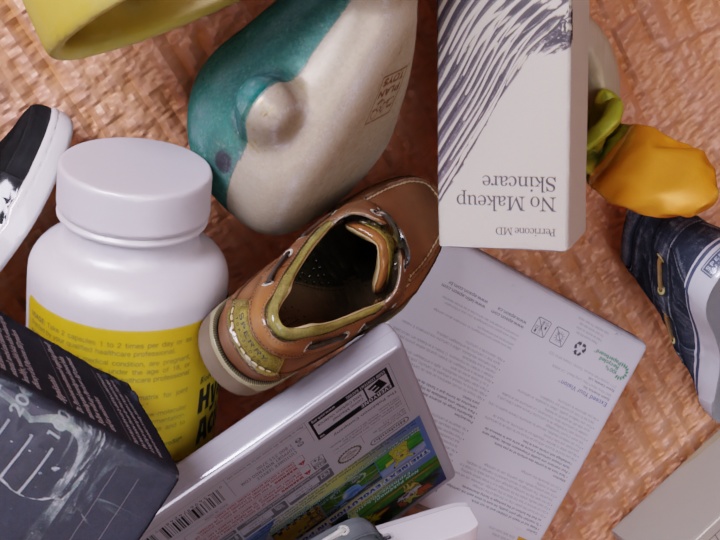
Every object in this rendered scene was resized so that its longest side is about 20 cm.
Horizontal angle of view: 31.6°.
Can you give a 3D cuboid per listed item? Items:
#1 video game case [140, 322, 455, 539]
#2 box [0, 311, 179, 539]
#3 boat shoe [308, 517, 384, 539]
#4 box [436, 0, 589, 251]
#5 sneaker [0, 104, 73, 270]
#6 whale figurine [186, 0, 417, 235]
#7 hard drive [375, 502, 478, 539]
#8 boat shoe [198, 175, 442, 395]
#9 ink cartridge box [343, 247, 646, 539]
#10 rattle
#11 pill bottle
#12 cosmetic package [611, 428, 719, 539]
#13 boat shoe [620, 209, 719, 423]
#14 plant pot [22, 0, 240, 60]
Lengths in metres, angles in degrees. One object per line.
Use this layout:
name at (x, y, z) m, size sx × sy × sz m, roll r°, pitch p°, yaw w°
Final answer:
video game case at (-0.043, 0.134, 0.738) m, size 0.199 × 0.022 × 0.183 m, roll -34°, pitch 146°, yaw -7°
box at (-0.221, 0.106, 0.557) m, size 0.196 × 0.124 × 0.201 m, roll 34°, pitch 90°, yaw -27°
boat shoe at (-0.068, 0.201, 0.713) m, size 0.197 × 0.062 × 0.073 m, roll -23°, pitch 144°, yaw -4°
box at (0.087, -0.116, 0.725) m, size 0.081 × 0.068 × 0.204 m, roll 1°, pitch 101°, yaw 18°
sneaker at (-0.248, -0.023, 0.683) m, size 0.111 × 0.073 × 0.201 m, roll 33°, pitch 89°, yaw -22°
whale figurine at (-0.028, -0.118, 0.700) m, size 0.159 × 0.103 × 0.201 m, roll -35°, pitch 159°, yaw -51°
hard drive at (0.005, 0.240, 0.831) m, size 0.130 × 0.027 × 0.202 m, roll -13°, pitch 133°, yaw -19°
boat shoe at (0.000, 0.000, 0.696) m, size 0.072 × 0.068 × 0.200 m, roll 51°, pitch 47°, yaw -5°
ink cartridge box at (0.070, 0.095, 0.856) m, size 0.195 × 0.043 × 0.202 m, roll 27°, pitch 95°, yaw -27°
rattle at (0.120, -0.131, 0.763) m, size 0.128 × 0.143 × 0.203 m, roll -18°, pitch 113°, yaw -10°
pill bottle at (-0.130, 0.036, 0.704) m, size 0.110 × 0.111 × 0.203 m, roll -2°, pitch 117°, yaw -20°
cosmetic package at (0.297, 0.174, 0.948) m, size 0.199 × 0.073 × 0.104 m, roll -39°, pitch 114°, yaw -8°
boat shoe at (0.239, 0.024, 0.894) m, size 0.070 × 0.091 × 0.201 m, roll -36°, pitch 140°, yaw -8°
plant pot at (-0.102, -0.232, 0.629) m, size 0.199 × 0.201 × 0.191 m, roll -26°, pitch 97°, yaw -13°
